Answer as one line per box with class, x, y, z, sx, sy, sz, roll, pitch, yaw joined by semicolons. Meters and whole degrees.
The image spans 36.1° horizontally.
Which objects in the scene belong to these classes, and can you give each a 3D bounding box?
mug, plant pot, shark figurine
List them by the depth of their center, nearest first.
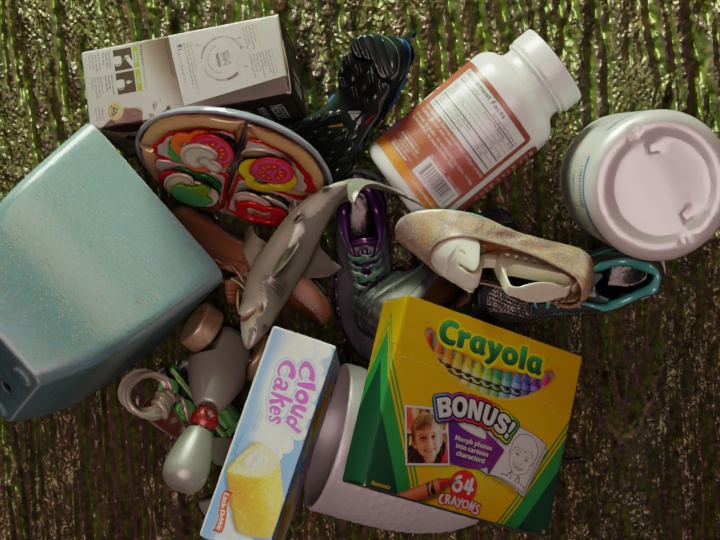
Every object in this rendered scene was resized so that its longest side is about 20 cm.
plant pot;-0.290;0.024;1.049;0.196;0.200;0.196;48;139;-3
shark figurine;-0.038;-0.027;1.069;0.089;0.129;0.215;30;114;-32
mug;0.054;0.164;1.116;0.172;0.148;0.204;17;92;-11

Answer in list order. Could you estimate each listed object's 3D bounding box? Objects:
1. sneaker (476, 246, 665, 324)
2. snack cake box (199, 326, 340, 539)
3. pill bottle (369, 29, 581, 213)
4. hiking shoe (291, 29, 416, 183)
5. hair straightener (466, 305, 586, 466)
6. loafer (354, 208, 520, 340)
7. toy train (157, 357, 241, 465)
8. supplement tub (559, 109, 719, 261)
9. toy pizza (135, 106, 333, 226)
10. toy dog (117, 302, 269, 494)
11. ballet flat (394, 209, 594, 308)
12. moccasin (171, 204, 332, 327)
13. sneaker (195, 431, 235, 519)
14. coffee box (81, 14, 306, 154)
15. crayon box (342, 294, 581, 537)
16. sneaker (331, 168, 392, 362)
sneaker;0.215;0.012;1.114;0.196;0.091;0.079;-13;95;5
snack cake box;-0.081;0.167;1.050;0.066;0.115;0.203;17;77;7
pill bottle;0.115;-0.140;1.091;0.199;0.112;0.113;-39;94;6
hiking shoe;-0.008;-0.150;1.115;0.074;0.086;0.201;46;121;10
hair straightener;0.173;0.118;1.135;0.041;0.077;0.201;-33;101;31
loafer;0.090;0.013;1.106;0.199;0.072;0.073;-38;128;-13
toy train;-0.142;0.176;1.180;0.056;0.042;0.201;-38;94;-3
supplement tub;0.263;-0.084;1.045;0.129;0.200;0.135;0;98;3
toy pizza;-0.124;-0.092;1.075;0.196;0.201;0.032;10;66;2
toy dog;-0.161;0.128;1.092;0.132;0.200;0.096;48;135;-4
ballet flat;0.127;-0.008;1.040;0.196;0.068;0.069;11;134;0
moccasin;-0.121;0.008;1.133;0.199;0.074;0.079;29;72;-1
sneaker;-0.097;0.179;1.136;0.079;0.074;0.202;31;75;-5
coffee box;-0.160;-0.181;1.094;0.196;0.113;0.081;-10;83;5
crayon box;0.098;0.138;1.033;0.197;0.058;0.176;19;77;-21
sneaker;0.000;0.000;1.126;0.073;0.088;0.204;-8;96;4
